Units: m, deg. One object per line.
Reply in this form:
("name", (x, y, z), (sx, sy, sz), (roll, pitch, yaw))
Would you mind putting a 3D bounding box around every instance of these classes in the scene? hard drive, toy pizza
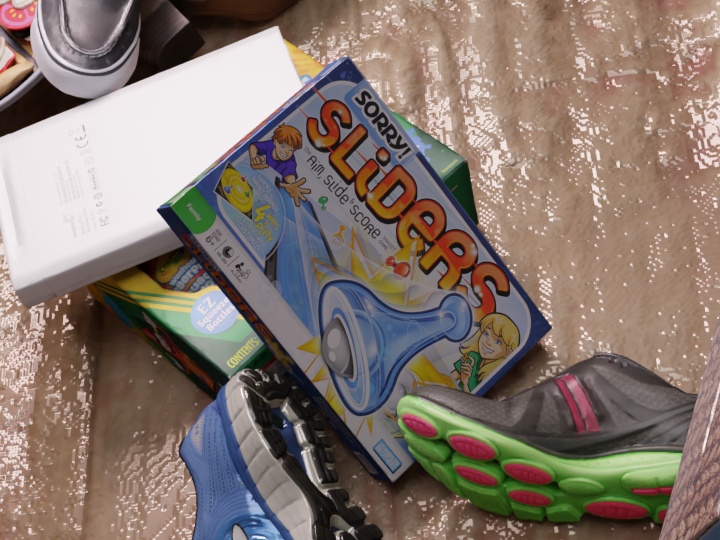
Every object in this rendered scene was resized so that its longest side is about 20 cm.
("hard drive", (-0.123, -0.066, 0.925), (0.200, 0.027, 0.132), (-22, 49, 0))
("toy pizza", (-0.272, -0.184, 1.084), (0.200, 0.032, 0.200), (-18, 50, 23))

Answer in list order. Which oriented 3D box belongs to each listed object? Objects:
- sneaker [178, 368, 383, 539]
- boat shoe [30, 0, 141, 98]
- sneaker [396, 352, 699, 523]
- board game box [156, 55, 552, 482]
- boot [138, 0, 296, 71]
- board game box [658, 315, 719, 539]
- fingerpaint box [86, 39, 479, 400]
("sneaker", (-0.039, 0.157, 0.822), (0.089, 0.078, 0.200), (-39, 64, 29))
("boat shoe", (-0.171, -0.202, 1.003), (0.072, 0.068, 0.200), (11, 51, -10))
("sneaker", (0.119, 0.088, 0.834), (0.200, 0.077, 0.084), (7, 51, 2))
("board game box", (0.000, 0.000, 0.859), (0.135, 0.034, 0.200), (-43, 103, -17))
("boot", (-0.126, -0.228, 1.101), (0.200, 0.070, 0.146), (-37, 55, -14))
("board game box", (0.265, 0.103, 0.739), (0.200, 0.097, 0.160), (22, 61, 2))
("fingerpaint box", (-0.056, -0.027, 0.944), (0.200, 0.073, 0.167), (-42, 58, -17))
